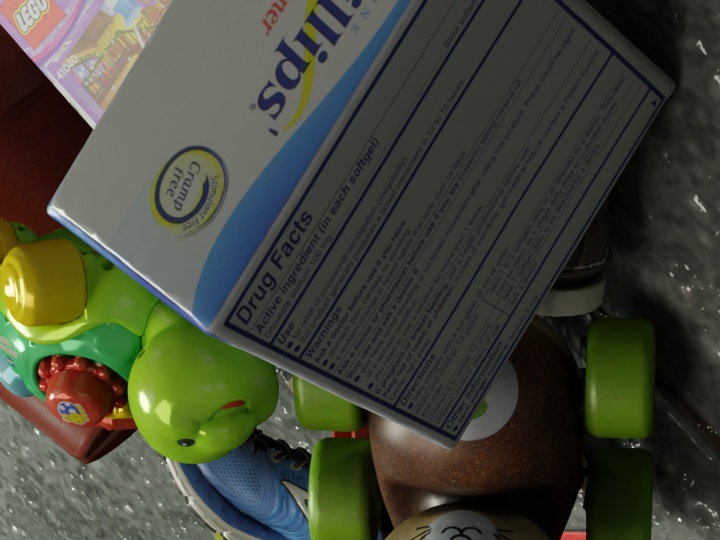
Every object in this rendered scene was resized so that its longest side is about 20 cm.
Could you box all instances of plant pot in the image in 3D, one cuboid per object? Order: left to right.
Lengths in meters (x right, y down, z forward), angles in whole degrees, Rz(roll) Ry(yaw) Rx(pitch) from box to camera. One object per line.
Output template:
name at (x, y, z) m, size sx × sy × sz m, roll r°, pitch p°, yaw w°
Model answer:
plant pot at (-0.170, -0.013, 1.330) m, size 0.195 × 0.201 × 0.201 m, roll 42°, pitch 148°, yaw 6°

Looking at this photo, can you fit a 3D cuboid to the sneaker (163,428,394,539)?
sneaker at (-0.027, 0.119, 1.317) m, size 0.200 × 0.079 × 0.089 m, roll 42°, pitch 107°, yaw -11°

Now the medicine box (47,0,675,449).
medicine box at (0.007, -0.050, 0.956) m, size 0.103 × 0.183 × 0.200 m, roll 33°, pitch -178°, yaw 34°

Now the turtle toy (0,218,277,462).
turtle toy at (-0.106, 0.028, 1.151) m, size 0.200 × 0.145 × 0.102 m, roll 18°, pitch 113°, yaw 59°

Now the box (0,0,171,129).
box at (-0.060, -0.136, 1.081) m, size 0.137 × 0.039 × 0.200 m, roll 48°, pitch 119°, yaw -1°

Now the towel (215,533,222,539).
towel at (-0.031, 0.190, 1.445) m, size 0.199 × 0.018 × 0.087 m, roll 12°, pitch 101°, yaw 55°

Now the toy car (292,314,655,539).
toy car at (0.047, 0.127, 1.072) m, size 0.163 × 0.201 × 0.159 m, roll 1°, pitch 130°, yaw 7°

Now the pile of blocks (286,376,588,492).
pile of blocks at (0.030, 0.091, 1.253) m, size 0.199 × 0.062 × 0.083 m, roll 16°, pitch 131°, yaw 49°

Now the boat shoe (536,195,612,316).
boat shoe at (0.038, -0.047, 1.105) m, size 0.200 × 0.071 × 0.060 m, roll 34°, pitch 126°, yaw 41°

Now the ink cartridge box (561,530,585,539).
ink cartridge box at (0.098, 0.226, 1.303) m, size 0.199 × 0.045 × 0.177 m, roll -9°, pitch 112°, yaw 57°
